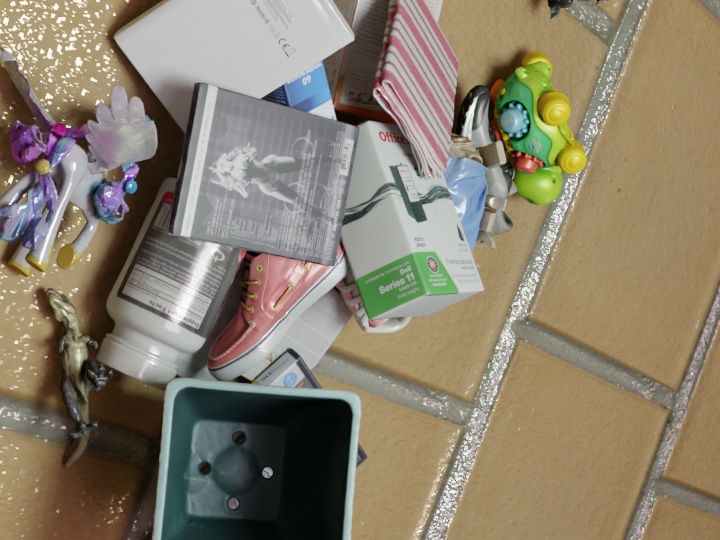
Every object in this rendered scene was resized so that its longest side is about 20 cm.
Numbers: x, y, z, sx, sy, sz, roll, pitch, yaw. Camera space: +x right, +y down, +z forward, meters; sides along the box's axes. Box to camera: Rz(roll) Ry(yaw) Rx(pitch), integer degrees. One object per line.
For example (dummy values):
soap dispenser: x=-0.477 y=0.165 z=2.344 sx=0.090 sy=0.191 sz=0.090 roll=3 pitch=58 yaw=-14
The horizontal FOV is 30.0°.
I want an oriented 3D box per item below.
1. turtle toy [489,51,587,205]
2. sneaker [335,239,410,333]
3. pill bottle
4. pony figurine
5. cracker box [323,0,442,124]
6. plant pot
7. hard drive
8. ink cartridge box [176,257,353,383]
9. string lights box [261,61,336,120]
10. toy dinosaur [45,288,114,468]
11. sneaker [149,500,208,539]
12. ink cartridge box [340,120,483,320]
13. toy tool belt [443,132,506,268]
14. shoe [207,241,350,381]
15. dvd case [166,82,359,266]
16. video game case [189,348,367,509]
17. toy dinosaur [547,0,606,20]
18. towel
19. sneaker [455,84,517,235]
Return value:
turtle toy: x=0.223 y=-0.172 z=1.717 sx=0.100 sy=0.146 sz=0.201 roll=-20 pitch=125 yaw=7
sneaker: x=0.000 y=0.000 z=1.515 sx=0.075 sy=0.105 sz=0.200 roll=-33 pitch=138 yaw=9
pill bottle: x=-0.193 y=0.016 z=1.380 sx=0.110 sy=0.110 sz=0.202 roll=31 pitch=82 yaw=-45
pony figurine: x=-0.274 y=-0.101 z=1.259 sx=0.201 sy=0.165 sz=0.193 roll=-60 pitch=166 yaw=-16
cracker box: x=0.021 y=-0.273 z=1.532 sx=0.133 sy=0.057 sz=0.202 roll=9 pitch=97 yaw=-45
plant pot: x=-0.120 y=0.214 z=1.394 sx=0.194 sy=0.200 sz=0.198 roll=5 pitch=86 yaw=-12
hard drive: x=-0.124 y=-0.231 z=1.323 sx=0.199 sy=0.027 sz=0.132 roll=-29 pitch=116 yaw=15
ink cartridge box: x=-0.118 y=0.063 z=1.519 sx=0.174 sy=0.043 sz=0.200 roll=-53 pitch=135 yaw=1
string lights box: x=-0.096 y=-0.237 z=1.398 sx=0.059 sy=0.102 sz=0.202 roll=-33 pitch=125 yaw=-30
toy dinosaur: x=-0.281 y=0.119 z=1.345 sx=0.047 sy=0.088 sz=0.202 roll=-8 pitch=109 yaw=-27
sneaker: x=-0.220 y=0.342 z=1.506 sx=0.077 sy=0.073 sz=0.202 roll=20 pitch=86 yaw=-23
ink cartridge box: x=0.042 y=-0.055 z=1.475 sx=0.146 sy=0.083 sz=0.202 roll=-3 pitch=71 yaw=-60
toy tool belt: x=0.109 y=-0.063 z=1.589 sx=0.124 sy=0.122 sz=0.202 roll=-8 pitch=110 yaw=-49
shoe: x=-0.107 y=0.021 z=1.432 sx=0.200 sy=0.071 sz=0.091 roll=-44 pitch=119 yaw=-3
dvd case: x=-0.094 y=-0.093 z=1.355 sx=0.199 sy=0.016 sz=0.150 roll=11 pitch=89 yaw=-38
video game case: x=-0.101 y=0.216 z=1.568 sx=0.180 sy=0.025 sz=0.201 roll=-41 pitch=130 yaw=-12
toy dinosaur: x=0.302 y=-0.376 z=1.701 sx=0.200 sy=0.134 sz=0.103 roll=-27 pitch=110 yaw=-83
towel: x=0.060 y=-0.216 z=1.471 sx=0.147 sy=0.030 sz=0.201 roll=54 pitch=33 yaw=-40
sneaker: x=0.156 y=-0.136 z=1.678 sx=0.074 sy=0.078 sz=0.202 roll=-81 pitch=169 yaw=-63
